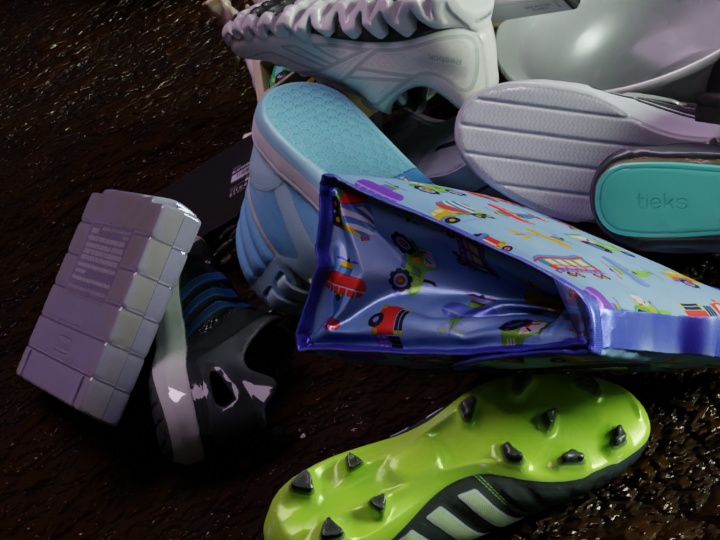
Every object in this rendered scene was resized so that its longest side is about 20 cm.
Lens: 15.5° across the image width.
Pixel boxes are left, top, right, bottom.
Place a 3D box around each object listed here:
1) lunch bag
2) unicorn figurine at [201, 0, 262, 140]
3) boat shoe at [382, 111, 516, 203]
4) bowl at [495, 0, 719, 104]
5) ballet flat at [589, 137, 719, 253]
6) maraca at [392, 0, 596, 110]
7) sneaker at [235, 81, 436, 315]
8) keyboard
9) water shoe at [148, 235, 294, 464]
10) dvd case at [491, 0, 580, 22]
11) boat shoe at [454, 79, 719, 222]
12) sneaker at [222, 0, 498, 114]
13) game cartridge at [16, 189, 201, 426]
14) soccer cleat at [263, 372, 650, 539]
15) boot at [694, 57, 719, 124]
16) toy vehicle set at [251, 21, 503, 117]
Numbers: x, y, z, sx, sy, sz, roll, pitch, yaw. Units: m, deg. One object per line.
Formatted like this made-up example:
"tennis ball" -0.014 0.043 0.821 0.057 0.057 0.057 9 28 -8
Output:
"lunch bag" 0.095 0.014 1.302 0.200 0.094 0.150 10 2 41
"unicorn figurine" -0.053 -0.128 1.748 0.074 0.138 0.200 -28 9 27
"boat shoe" 0.052 -0.049 1.551 0.074 0.067 0.200 -58 19 -12
"bowl" 0.185 -0.129 1.530 0.201 0.090 0.201 -22 31 14
"ballet flat" 0.217 -0.034 1.341 0.199 0.073 0.073 6 36 16
"maraca" 0.084 -0.157 1.662 0.200 0.137 0.107 -30 65 15
"sneaker" 0.000 0.000 1.507 0.079 0.131 0.200 -17 55 -31
"keyboard" -0.057 -0.045 1.649 0.200 0.040 0.104 -30 36 32
"water shoe" -0.076 0.045 1.512 0.079 0.072 0.200 -7 32 2
"dvd case" 0.070 -0.203 1.554 0.200 0.018 0.143 -4 55 45
"boat shoe" 0.148 -0.059 1.421 0.199 0.072 0.071 12 10 -1
"sneaker" -0.001 -0.127 1.524 0.200 0.081 0.075 3 28 45
"game cartridge" -0.146 0.017 1.535 0.130 0.038 0.200 -63 17 -4
"soccer cleat" 0.044 0.103 1.275 0.199 0.081 0.068 -17 62 -18
"boot" 0.248 -0.158 1.380 0.211 0.158 0.079 -17 18 -42
"toy vehicle set" 0.020 -0.159 1.607 0.200 0.027 0.124 -35 38 19
